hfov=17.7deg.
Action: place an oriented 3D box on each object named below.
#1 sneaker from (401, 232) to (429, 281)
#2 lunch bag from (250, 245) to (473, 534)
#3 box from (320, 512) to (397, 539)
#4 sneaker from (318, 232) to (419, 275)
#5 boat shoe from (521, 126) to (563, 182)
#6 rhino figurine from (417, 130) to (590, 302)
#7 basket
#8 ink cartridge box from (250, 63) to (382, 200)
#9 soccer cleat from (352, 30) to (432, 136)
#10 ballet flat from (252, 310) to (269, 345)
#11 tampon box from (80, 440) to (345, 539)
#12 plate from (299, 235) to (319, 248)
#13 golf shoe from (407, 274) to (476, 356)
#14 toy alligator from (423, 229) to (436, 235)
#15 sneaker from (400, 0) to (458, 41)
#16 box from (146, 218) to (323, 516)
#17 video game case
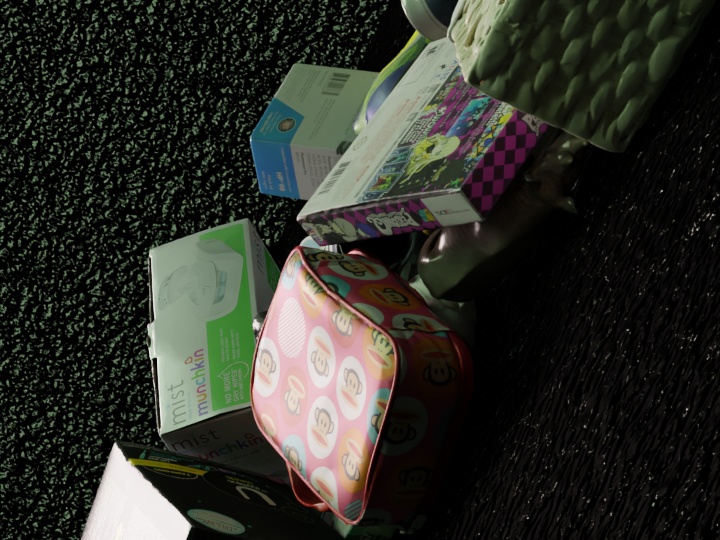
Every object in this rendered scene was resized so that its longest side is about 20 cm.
[{"bbox_3d":[0.013,0.007,1.993,0.200,0.106,0.075,-78,14,-64],"label":"sneaker"},{"bbox_3d":[-0.008,0.093,1.646,0.200,0.082,0.177,45,125,52],"label":"lunch bag"},{"bbox_3d":[-0.007,0.203,1.773,0.144,0.036,0.200,-82,17,-67],"label":"box"},{"bbox_3d":[0.000,0.000,1.809,0.085,0.075,0.200,-82,5,-57],"label":"sneaker"},{"bbox_3d":[0.136,-0.143,1.739,0.200,0.072,0.062,-66,12,-11],"label":"boat shoe"},{"bbox_3d":[0.107,-0.041,1.631,0.200,0.060,0.088,-41,15,49],"label":"rhino figurine"},{"bbox_3d":[0.157,-0.191,1.496,0.123,0.135,0.200,-89,24,-64],"label":"basket"},{"bbox_3d":[0.018,-0.113,2.024,0.116,0.199,0.067,-62,-27,-43],"label":"ink cartridge box"},{"bbox_3d":[0.055,-0.185,1.986,0.084,0.065,0.200,-13,37,48],"label":"soccer cleat"},{"bbox_3d":[-0.021,0.085,1.821,0.066,0.057,0.200,-45,-38,-6],"label":"ballet flat"},{"bbox_3d":[-0.107,0.225,1.694,0.200,0.150,0.127,31,104,63],"label":"tampon box"},{"bbox_3d":[-0.013,0.066,1.983,0.200,0.026,0.201,167,90,-73],"label":"plate"},{"bbox_3d":[0.052,0.032,1.752,0.092,0.072,0.200,-65,7,-6],"label":"golf shoe"},{"bbox_3d":[0.073,-0.062,1.826,0.200,0.054,0.059,-130,41,-54],"label":"toy alligator"},{"bbox_3d":[0.140,-0.241,1.905,0.146,0.077,0.202,-30,-8,27],"label":"sneaker"},{"bbox_3d":[-0.096,0.093,1.880,0.177,0.096,0.200,62,-165,-45],"label":"box"},{"bbox_3d":[0.068,-0.104,1.664,0.181,0.036,0.200,-9,37,50],"label":"video game case"}]
